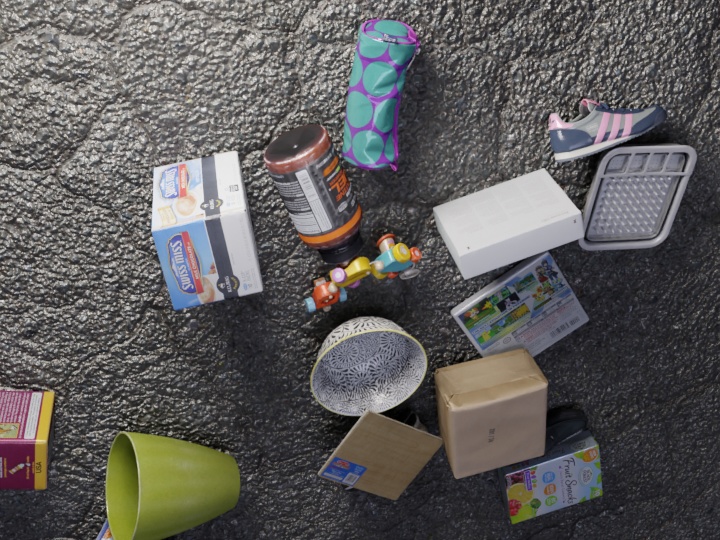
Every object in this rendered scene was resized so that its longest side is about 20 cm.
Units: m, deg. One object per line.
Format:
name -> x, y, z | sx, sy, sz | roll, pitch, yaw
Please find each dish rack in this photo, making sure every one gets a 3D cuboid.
dish rack -> 0.448, -0.127, 1.464 | 0.168, 0.044, 0.203 | -3, 128, -12

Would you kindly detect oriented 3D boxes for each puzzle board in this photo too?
puzzle board -> 0.037, 0.329, 1.575 | 0.198, 0.017, 0.151 | 27, 108, -37

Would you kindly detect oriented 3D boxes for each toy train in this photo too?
toy train -> 0.000, 0.000, 1.432 | 0.197, 0.056, 0.151 | -20, 164, -10

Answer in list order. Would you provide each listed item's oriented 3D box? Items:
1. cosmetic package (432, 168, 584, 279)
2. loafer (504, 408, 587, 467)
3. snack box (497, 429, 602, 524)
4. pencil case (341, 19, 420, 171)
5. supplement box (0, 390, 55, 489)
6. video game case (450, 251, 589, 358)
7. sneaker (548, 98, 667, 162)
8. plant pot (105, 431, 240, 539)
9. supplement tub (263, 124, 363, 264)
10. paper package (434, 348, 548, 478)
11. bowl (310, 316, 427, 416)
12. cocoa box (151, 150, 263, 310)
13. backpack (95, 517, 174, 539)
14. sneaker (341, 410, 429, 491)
cosmetic package -> 0.228, -0.076, 1.389 | 0.197, 0.151, 0.052 | -19, 123, -1
loafer -> 0.348, 0.326, 1.700 | 0.197, 0.071, 0.069 | -20, 124, -1
snack box -> 0.379, 0.413, 1.769 | 0.197, 0.053, 0.144 | -16, 123, -4
pencil case -> 0.028, -0.251, 1.278 | 0.091, 0.085, 0.203 | 15, 119, 9
supplement box -> -0.593, 0.268, 1.407 | 0.196, 0.132, 0.105 | 4, 119, -15
video game case -> 0.284, 0.079, 1.570 | 0.198, 0.022, 0.183 | -34, 122, 8
sneaker -> 0.387, -0.237, 1.385 | 0.197, 0.070, 0.083 | -21, 99, -11
plant pot -> -0.315, 0.370, 1.523 | 0.197, 0.188, 0.189 | 4, 120, -33
supplement tub -> -0.062, -0.109, 1.328 | 0.106, 0.107, 0.202 | -24, 123, 2
paper package -> 0.235, 0.257, 1.597 | 0.187, 0.104, 0.202 | -13, 131, -5
bowl -> 0.006, 0.142, 1.490 | 0.197, 0.095, 0.203 | -8, 131, -9
cocoa box -> -0.220, -0.061, 1.262 | 0.129, 0.201, 0.135 | -12, 123, -5
backpack -> -0.407, 0.526, 1.569 | 0.151, 0.191, 0.203 | 9, 119, 1
sneaker -> 0.049, 0.351, 1.643 | 0.199, 0.074, 0.080 | -39, 123, 11
